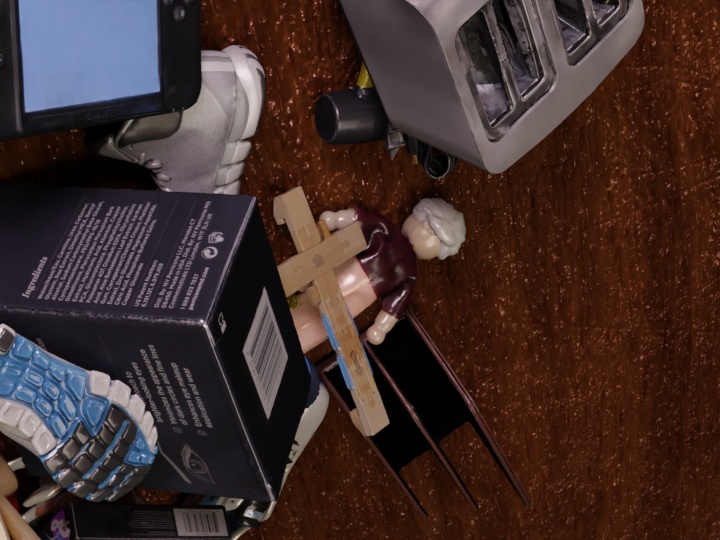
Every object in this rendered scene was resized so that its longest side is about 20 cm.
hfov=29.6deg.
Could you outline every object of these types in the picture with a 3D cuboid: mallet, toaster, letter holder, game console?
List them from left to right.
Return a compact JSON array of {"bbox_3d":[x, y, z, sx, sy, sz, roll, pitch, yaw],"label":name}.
[{"bbox_3d":[-0.128,-0.166,0.781,0.199,0.115,0.178,-19,114,-52],"label":"game console"},{"bbox_3d":[0.022,-0.182,0.990,0.065,0.041,0.202,-2,124,-34],"label":"mallet"},{"bbox_3d":[0.064,0.155,1.238,0.100,0.142,0.200,-35,139,-3],"label":"letter holder"},{"bbox_3d":[0.086,-0.184,0.936,0.181,0.118,0.201,-42,137,-16],"label":"toaster"}]

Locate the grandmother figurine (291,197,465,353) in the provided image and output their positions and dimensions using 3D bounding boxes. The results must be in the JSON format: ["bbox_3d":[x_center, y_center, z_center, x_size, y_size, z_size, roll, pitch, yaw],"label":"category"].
[{"bbox_3d":[0.000,0.000,1.122,0.199,0.061,0.122,-30,124,-12],"label":"grandmother figurine"}]

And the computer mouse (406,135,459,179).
[{"bbox_3d":[0.126,-0.145,1.085,0.198,0.044,0.110,-24,136,-14],"label":"computer mouse"}]

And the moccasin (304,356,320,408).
[{"bbox_3d":[-0.116,0.106,1.092,0.198,0.081,0.068,-11,140,26],"label":"moccasin"}]

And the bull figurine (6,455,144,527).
[{"bbox_3d":[-0.230,0.196,1.118,0.120,0.065,0.201,-17,145,-17],"label":"bull figurine"}]

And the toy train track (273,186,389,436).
[{"bbox_3d":[-0.028,0.034,1.066,0.114,0.032,0.202,-31,104,-45],"label":"toy train track"}]

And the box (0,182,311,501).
[{"bbox_3d":[-0.156,0.050,0.942,0.198,0.118,0.198,3,139,15],"label":"box"}]

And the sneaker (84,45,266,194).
[{"bbox_3d":[-0.143,-0.066,0.960,0.114,0.075,0.202,0,117,-29],"label":"sneaker"}]

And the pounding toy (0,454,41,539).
[{"bbox_3d":[-0.275,0.166,0.922,0.141,0.200,0.186,-21,105,-17],"label":"pounding toy"}]

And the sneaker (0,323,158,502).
[{"bbox_3d":[-0.211,0.074,0.861,0.200,0.086,0.075,43,77,-36],"label":"sneaker"}]

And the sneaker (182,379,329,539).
[{"bbox_3d":[-0.088,0.180,1.211,0.072,0.073,0.201,23,110,-43],"label":"sneaker"}]

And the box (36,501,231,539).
[{"bbox_3d":[-0.216,0.248,1.113,0.142,0.036,0.200,8,142,-39],"label":"box"}]
